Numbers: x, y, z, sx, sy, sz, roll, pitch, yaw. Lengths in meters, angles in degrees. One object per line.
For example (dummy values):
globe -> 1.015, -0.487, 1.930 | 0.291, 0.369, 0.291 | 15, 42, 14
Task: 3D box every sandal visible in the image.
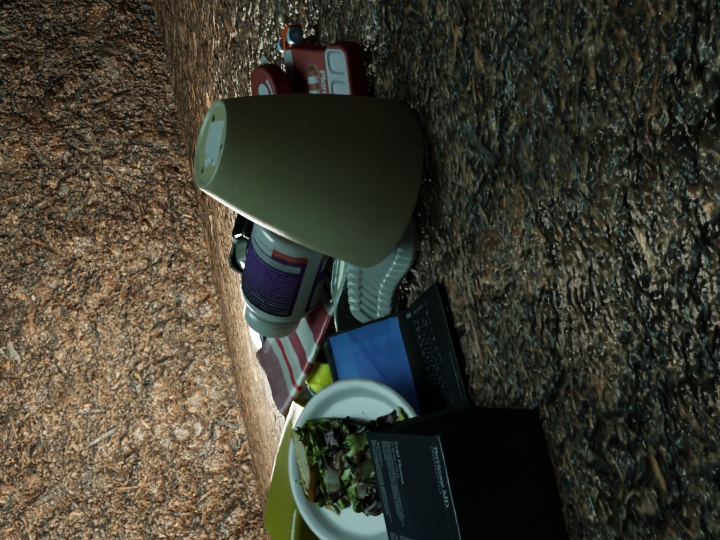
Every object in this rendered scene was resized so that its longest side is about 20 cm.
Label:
sandal -> 0.024, -0.012, 1.143 | 0.050, 0.082, 0.203 | -56, -11, -42

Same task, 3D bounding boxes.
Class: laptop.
laptop -> 0.041, 0.129, 1.089 | 0.200, 0.103, 0.178 | 128, 129, -71

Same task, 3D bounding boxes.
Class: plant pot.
plant pot -> -0.013, 0.259, 1.242 | 0.200, 0.199, 0.177 | 173, 97, -75
plant pot -> -0.066, -0.113, 1.015 | 0.187, 0.199, 0.188 | -33, 52, 54

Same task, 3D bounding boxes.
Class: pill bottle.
pill bottle -> -0.101, -0.001, 1.293 | 0.200, 0.111, 0.112 | 110, 147, -45

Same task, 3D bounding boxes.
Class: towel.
towel -> -0.094, 0.091, 1.395 | 0.201, 0.023, 0.144 | -64, 33, 23

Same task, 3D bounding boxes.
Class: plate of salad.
plate of salad -> -0.009, 0.221, 1.081 | 0.199, 0.048, 0.201 | -5, 82, 34

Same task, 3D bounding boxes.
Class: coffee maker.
coffee maker -> -0.152, -0.078, 1.608 | 0.200, 0.134, 0.193 | 170, 90, -75

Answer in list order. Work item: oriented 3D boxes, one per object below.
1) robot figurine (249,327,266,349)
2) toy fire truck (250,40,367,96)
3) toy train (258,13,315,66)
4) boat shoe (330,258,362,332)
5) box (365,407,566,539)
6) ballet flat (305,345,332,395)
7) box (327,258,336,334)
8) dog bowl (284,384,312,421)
robot figurine -> -0.122, 0.099, 1.651 | 0.125, 0.150, 0.200 | 59, 167, -10
toy fire truck -> -0.045, -0.187, 1.207 | 0.168, 0.112, 0.201 | 21, 123, 51
toy train -> -0.098, -0.287, 1.419 | 0.200, 0.055, 0.151 | 169, 91, -72
boat shoe -> -0.002, -0.001, 1.227 | 0.065, 0.074, 0.203 | -117, 25, -63
box -> 0.101, 0.238, 0.905 | 0.182, 0.104, 0.201 | 161, 98, -69
ballet flat -> -0.070, 0.117, 1.430 | 0.200, 0.067, 0.067 | 50, 127, 57
box -> -0.029, 0.085, 1.437 | 0.160, 0.044, 0.201 | -125, 29, -59
dog bowl -> -0.098, 0.304, 1.829 | 0.200, 0.058, 0.201 | 170, 90, -76
